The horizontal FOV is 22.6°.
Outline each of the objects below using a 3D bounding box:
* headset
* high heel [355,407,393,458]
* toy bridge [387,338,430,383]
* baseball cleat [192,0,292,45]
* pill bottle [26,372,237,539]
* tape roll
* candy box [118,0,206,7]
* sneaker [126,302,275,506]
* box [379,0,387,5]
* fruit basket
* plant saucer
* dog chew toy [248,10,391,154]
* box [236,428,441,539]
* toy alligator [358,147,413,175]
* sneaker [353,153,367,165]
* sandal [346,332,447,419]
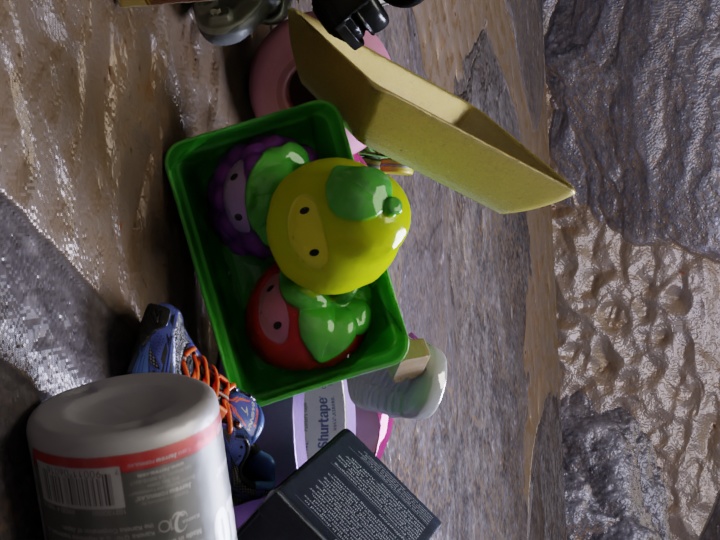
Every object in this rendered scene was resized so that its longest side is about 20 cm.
[{"bbox_3d":[0.005,-0.230,1.373,0.094,0.123,0.200,55,-20,-3],"label":"headset"},{"bbox_3d":[-0.016,0.164,1.594,0.096,0.067,0.201,-35,144,-85],"label":"high heel"},{"bbox_3d":[0.000,0.000,1.406,0.067,0.027,0.201,110,-38,-56],"label":"toy bridge"},{"bbox_3d":[-0.081,-0.221,1.430,0.201,0.069,0.107,-77,159,-45],"label":"baseball cleat"},{"bbox_3d":[-0.128,0.172,1.073,0.114,0.113,0.201,-53,139,-69],"label":"pill bottle"},{"bbox_3d":[-0.058,0.121,1.477,0.200,0.065,0.201,-3,90,-76],"label":"tape roll"},{"bbox_3d":[-0.124,-0.270,1.165,0.055,0.115,0.201,-76,159,-47],"label":"candy box"},{"bbox_3d":[-0.107,0.093,1.248,0.201,0.078,0.076,73,19,-47],"label":"sneaker"},{"bbox_3d":[0.002,-0.322,1.529,0.200,0.108,0.128,-130,-155,-54],"label":"box"},{"bbox_3d":[-0.043,-0.017,1.285,0.216,0.155,0.217,163,-90,-86],"label":"fruit basket"},{"bbox_3d":[0.042,-0.114,1.383,0.049,0.199,0.200,-58,-150,11],"label":"plant saucer"},{"bbox_3d":[-0.028,-0.164,1.551,0.200,0.124,0.125,-66,152,-77],"label":"dog chew toy"},{"bbox_3d":[-0.044,0.217,1.282,0.107,0.149,0.200,44,15,5],"label":"box"},{"bbox_3d":[-0.001,-0.119,1.636,0.054,0.200,0.060,7,90,-34],"label":"toy alligator"},{"bbox_3d":[-0.032,-0.029,1.531,0.081,0.088,0.200,53,20,-20],"label":"sneaker"},{"bbox_3d":[0.034,0.084,1.460,0.083,0.050,0.203,-69,-161,6],"label":"sandal"}]
